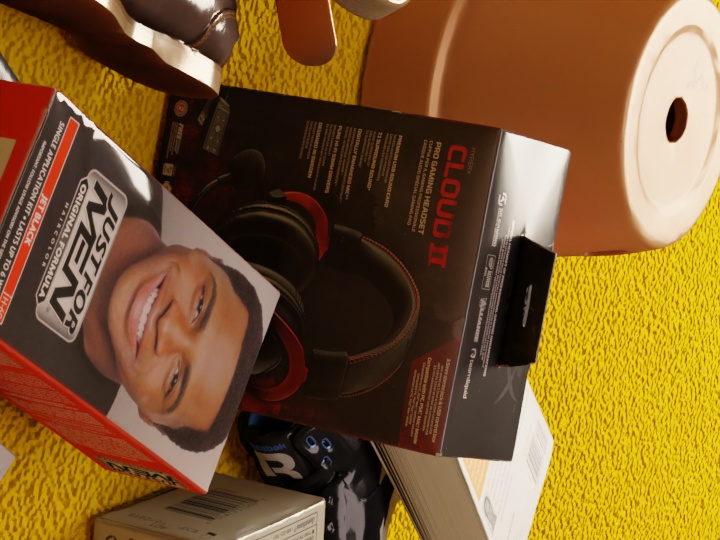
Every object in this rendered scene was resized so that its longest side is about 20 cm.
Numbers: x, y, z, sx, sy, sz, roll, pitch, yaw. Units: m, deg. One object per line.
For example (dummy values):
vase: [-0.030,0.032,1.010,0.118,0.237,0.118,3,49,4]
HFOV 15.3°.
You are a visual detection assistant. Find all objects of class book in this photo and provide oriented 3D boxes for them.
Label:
book: [0.045,0.055,1.376,0.134,0.048,0.200,-68,140,-51]

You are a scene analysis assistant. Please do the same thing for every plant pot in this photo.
plant pot: [0.109,-0.089,1.438,0.200,0.140,0.200,-25,120,-53]

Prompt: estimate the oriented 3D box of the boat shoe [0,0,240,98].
boat shoe: [-0.111,-0.132,1.131,0.200,0.070,0.070,28,76,-66]

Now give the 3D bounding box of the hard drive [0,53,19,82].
hard drive: [-0.184,-0.035,1.073,0.140,0.033,0.200,-62,146,-26]

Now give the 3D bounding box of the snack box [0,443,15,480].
snack box: [-0.214,0.139,1.057,0.200,0.024,0.072,-58,145,-14]

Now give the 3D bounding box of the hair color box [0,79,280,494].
hair color box: [-0.115,0.009,1.109,0.200,0.061,0.102,44,61,-56]

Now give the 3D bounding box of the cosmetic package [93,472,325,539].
cosmetic package: [-0.075,0.208,1.292,0.105,0.071,0.200,-15,112,-57]

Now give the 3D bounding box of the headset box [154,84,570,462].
headset box: [0.000,0.000,1.226,0.075,0.200,0.149,10,92,-59]

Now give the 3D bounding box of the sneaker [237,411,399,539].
sneaker: [-0.032,0.127,1.348,0.112,0.073,0.200,42,55,-52]

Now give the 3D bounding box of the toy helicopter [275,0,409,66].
toy helicopter: [-0.040,-0.183,1.214,0.200,0.079,0.132,41,41,-38]
